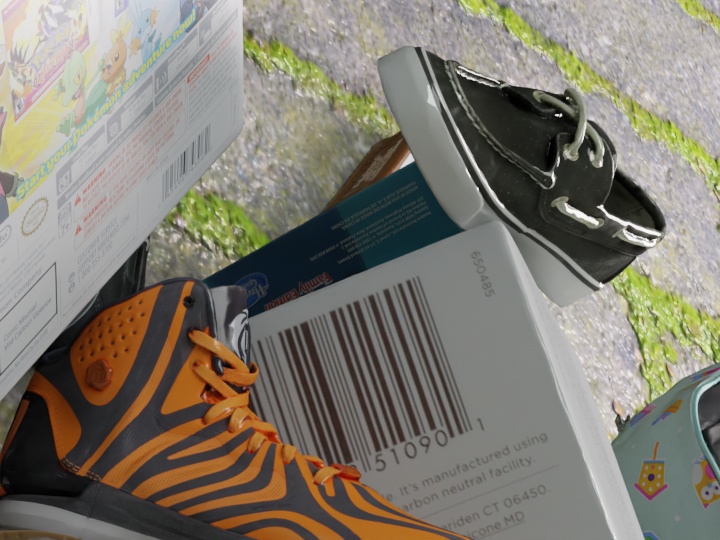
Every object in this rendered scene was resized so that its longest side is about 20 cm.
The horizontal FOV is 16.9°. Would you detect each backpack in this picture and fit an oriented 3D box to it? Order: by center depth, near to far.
[{"bbox_3d":[0.201,0.144,1.313,0.177,0.153,0.200,60,20,5],"label":"backpack"}]

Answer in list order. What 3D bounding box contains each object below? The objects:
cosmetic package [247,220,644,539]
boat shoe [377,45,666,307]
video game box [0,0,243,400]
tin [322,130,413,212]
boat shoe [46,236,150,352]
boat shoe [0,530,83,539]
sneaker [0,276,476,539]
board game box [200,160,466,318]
[{"bbox_3d":[0.027,0.109,0.997,0.200,0.164,0.166,51,19,-67],"label":"cosmetic package"},{"bbox_3d":[0.070,-0.048,0.993,0.200,0.063,0.071,35,31,-58],"label":"boat shoe"},{"bbox_3d":[-0.104,-0.071,0.837,0.047,0.183,0.200,22,45,17],"label":"video game box"},{"bbox_3d":[0.037,-0.014,1.320,0.112,0.042,0.200,50,31,-10],"label":"tin"},{"bbox_3d":[-0.118,-0.041,1.081,0.057,0.068,0.201,47,37,-36],"label":"boat shoe"},{"bbox_3d":[-0.136,0.128,0.826,0.199,0.065,0.073,20,55,-28],"label":"boat shoe"},{"bbox_3d":[-0.039,0.062,0.879,0.078,0.198,0.113,49,52,-68],"label":"sneaker"},{"bbox_3d":[0.000,0.000,1.090,0.047,0.150,0.200,62,16,3],"label":"board game box"}]
